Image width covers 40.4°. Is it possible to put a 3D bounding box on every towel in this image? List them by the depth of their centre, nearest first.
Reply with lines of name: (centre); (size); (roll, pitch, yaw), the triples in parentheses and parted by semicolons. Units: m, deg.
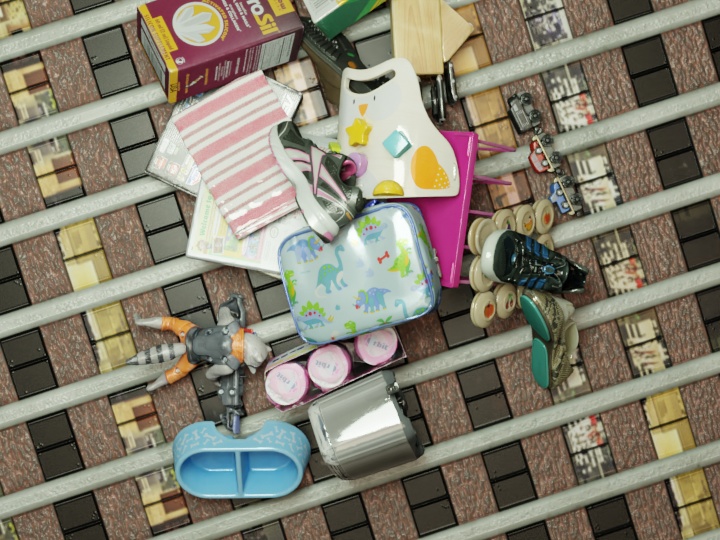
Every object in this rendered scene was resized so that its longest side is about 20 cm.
towel: (-0.152, -0.160, 1.339); (0.146, 0.030, 0.201); (-28, 81, -8)

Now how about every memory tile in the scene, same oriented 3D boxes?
memory tile: (0.213, -0.013, 1.350); (0.017, 0.199, 0.155); (10, 109, 41)

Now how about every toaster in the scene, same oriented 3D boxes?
toaster: (0.008, 0.216, 1.345); (0.128, 0.200, 0.114); (-22, 68, 0)

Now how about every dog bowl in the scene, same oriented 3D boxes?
dog bowl: (-0.170, 0.272, 1.388); (0.198, 0.050, 0.112); (-1, 121, -2)

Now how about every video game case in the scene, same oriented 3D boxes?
video game case: (-0.133, -0.100, 1.354); (0.181, 0.022, 0.202); (10, 81, -2)

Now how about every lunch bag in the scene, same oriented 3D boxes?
lunch bag: (0.000, 0.000, 1.270); (0.199, 0.082, 0.162); (-17, 90, 17)

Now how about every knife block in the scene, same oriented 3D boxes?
knife block: (0.068, -0.304, 1.391); (0.200, 0.064, 0.176); (42, 90, -2)

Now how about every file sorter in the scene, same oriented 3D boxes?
file sorter: (0.126, -0.083, 1.351); (0.125, 0.138, 0.202); (4, 94, -46)

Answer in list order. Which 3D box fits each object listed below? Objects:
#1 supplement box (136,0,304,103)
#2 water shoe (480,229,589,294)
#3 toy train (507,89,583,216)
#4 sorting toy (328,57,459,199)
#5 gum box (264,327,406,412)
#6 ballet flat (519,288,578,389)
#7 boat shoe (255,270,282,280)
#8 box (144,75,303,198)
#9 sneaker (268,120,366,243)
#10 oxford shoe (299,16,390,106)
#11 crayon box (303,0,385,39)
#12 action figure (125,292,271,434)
supplement box: (-0.191, -0.323, 1.335); (0.199, 0.086, 0.111); (-24, 77, -19)
water shoe: (0.237, -0.011, 1.305); (0.079, 0.199, 0.072); (9, 88, 41)
toy train: (0.265, -0.164, 1.416); (0.046, 0.034, 0.201); (-27, 92, 3)
sorting toy: (0.020, -0.182, 1.291); (0.106, 0.199, 0.182); (-3, 91, -45)
gum box: (-0.041, 0.126, 1.378); (0.199, 0.114, 0.067); (-24, 92, 0)
ballet flat: (0.270, 0.084, 1.374); (0.075, 0.068, 0.201); (-30, 133, -13)
boat shoe: (-0.070, -0.006, 1.393); (0.198, 0.075, 0.062); (15, 93, -3)
box: (-0.193, -0.194, 1.398); (0.159, 0.044, 0.201); (26, 91, -2)
sneaker: (-0.048, -0.124, 1.251); (0.086, 0.080, 0.201); (-31, 56, 5)
oxford shoe: (-0.038, -0.278, 1.385); (0.200, 0.072, 0.085); (50, 134, 15)
crayon box: (0.005, -0.427, 1.346); (0.199, 0.052, 0.126); (-32, 62, 14)
action figure: (-0.220, 0.135, 1.379); (0.192, 0.105, 0.202); (-8, 85, 12)
